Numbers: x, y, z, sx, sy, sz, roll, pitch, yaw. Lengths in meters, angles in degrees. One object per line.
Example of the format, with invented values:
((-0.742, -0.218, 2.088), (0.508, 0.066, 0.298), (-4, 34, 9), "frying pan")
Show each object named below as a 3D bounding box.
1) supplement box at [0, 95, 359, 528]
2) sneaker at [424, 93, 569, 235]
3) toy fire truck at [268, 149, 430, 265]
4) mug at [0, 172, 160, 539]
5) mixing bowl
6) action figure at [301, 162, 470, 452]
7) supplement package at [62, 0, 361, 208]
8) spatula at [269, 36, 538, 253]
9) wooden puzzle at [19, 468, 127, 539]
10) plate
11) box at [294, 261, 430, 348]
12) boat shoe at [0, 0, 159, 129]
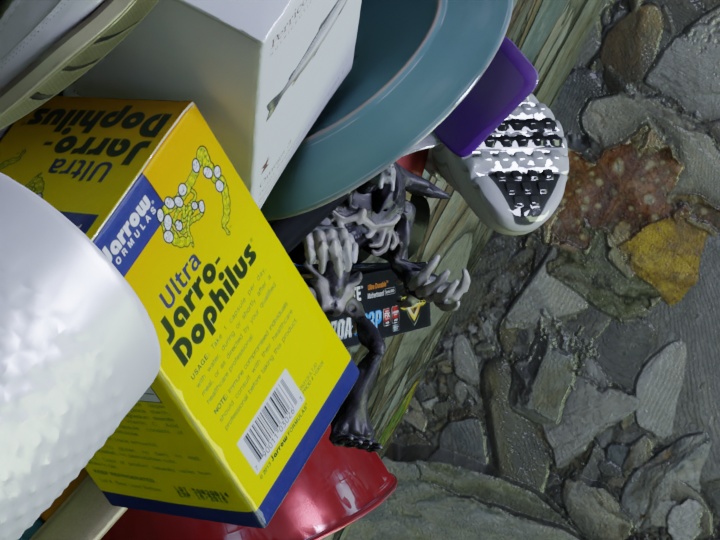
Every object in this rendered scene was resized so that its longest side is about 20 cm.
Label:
((-0.105, 0.021, 1.344), (0.110, 0.109, 0.200), (-58, 135, -31), "supplement box")
((0.069, -0.079, 1.619), (0.200, 0.075, 0.081), (-111, -148, -48), "sneaker")
((-0.031, -0.118, 1.647), (0.176, 0.129, 0.200), (-1, -109, 58), "toy fire truck")
((-0.207, 0.065, 1.151), (0.175, 0.148, 0.200), (-52, -162, -27), "mug")
((-0.087, 0.115, 1.651), (0.200, 0.109, 0.200), (-19, -174, 2), "mixing bowl")
((0.000, 0.000, 1.508), (0.102, 0.119, 0.200), (8, -93, 61), "action figure")
((-0.073, -0.132, 1.340), (0.117, 0.117, 0.200), (-58, 170, -23), "supplement package")
((0.007, -0.055, 1.436), (0.200, 0.057, 0.021), (-36, 141, 1), "spatula")
((-0.179, 0.126, 1.513), (0.185, 0.037, 0.200), (-48, -165, -20), "wooden puzzle")
((-0.004, -0.107, 1.475), (0.200, 0.026, 0.200), (-31, -151, 20), "plate")
((-0.063, 0.024, 1.668), (0.200, 0.159, 0.046), (-11, 99, -67), "box")
((-0.118, -0.143, 1.197), (0.200, 0.068, 0.075), (-43, -179, 13), "boat shoe")
